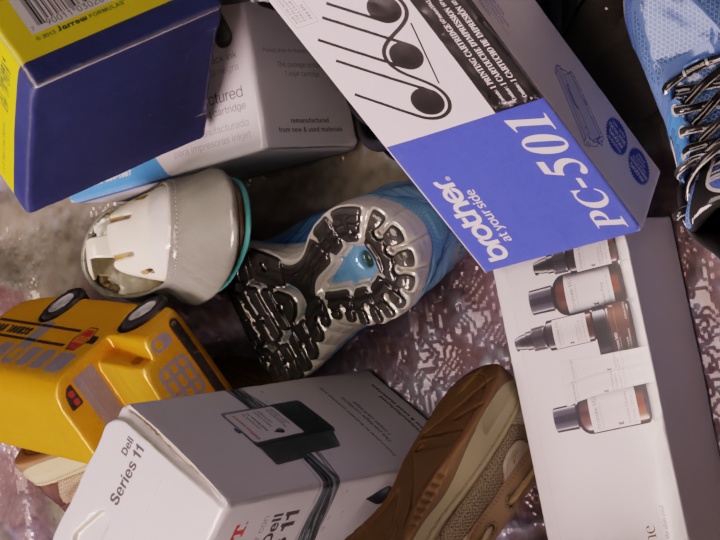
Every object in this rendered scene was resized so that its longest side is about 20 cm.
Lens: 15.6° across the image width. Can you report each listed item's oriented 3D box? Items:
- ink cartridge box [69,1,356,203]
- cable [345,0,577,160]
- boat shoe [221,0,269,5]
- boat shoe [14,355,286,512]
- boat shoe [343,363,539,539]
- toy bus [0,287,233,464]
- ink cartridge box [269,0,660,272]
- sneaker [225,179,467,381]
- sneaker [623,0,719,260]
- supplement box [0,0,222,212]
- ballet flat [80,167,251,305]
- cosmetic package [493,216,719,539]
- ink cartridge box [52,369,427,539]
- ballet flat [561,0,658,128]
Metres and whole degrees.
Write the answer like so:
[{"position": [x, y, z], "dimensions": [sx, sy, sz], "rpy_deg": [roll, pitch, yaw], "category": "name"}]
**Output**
[{"position": [-0.097, -0.148, 1.416], "dimensions": [0.145, 0.084, 0.200], "rpy_deg": [-13, 85, 37], "category": "ink cartridge box"}, {"position": [0.043, -0.145, 1.302], "dimensions": [0.200, 0.051, 0.163], "rpy_deg": [-34, 59, 42], "category": "cable"}, {"position": [-0.082, -0.230, 1.316], "dimensions": [0.057, 0.069, 0.200], "rpy_deg": [-12, 88, 5], "category": "boat shoe"}, {"position": [-0.104, 0.103, 1.459], "dimensions": [0.200, 0.072, 0.072], "rpy_deg": [-18, 113, 36], "category": "boat shoe"}, {"position": [0.035, 0.141, 1.285], "dimensions": [0.200, 0.065, 0.071], "rpy_deg": [-55, 21, -18], "category": "boat shoe"}, {"position": [-0.148, 0.059, 1.424], "dimensions": [0.065, 0.078, 0.200], "rpy_deg": [57, 157, -19], "category": "toy bus"}, {"position": [0.047, -0.090, 1.222], "dimensions": [0.094, 0.044, 0.200], "rpy_deg": [-15, 128, 35], "category": "ink cartridge box"}, {"position": [0.000, 0.000, 1.361], "dimensions": [0.200, 0.090, 0.079], "rpy_deg": [-19, 97, 56], "category": "sneaker"}, {"position": [0.178, -0.058, 1.196], "dimensions": [0.078, 0.089, 0.200], "rpy_deg": [-33, 78, 25], "category": "sneaker"}, {"position": [-0.169, -0.150, 1.327], "dimensions": [0.200, 0.109, 0.109], "rpy_deg": [53, 154, 23], "category": "supplement box"}, {"position": [-0.110, -0.012, 1.391], "dimensions": [0.200, 0.064, 0.068], "rpy_deg": [158, 110, -72], "category": "ballet flat"}, {"position": [0.126, 0.080, 1.281], "dimensions": [0.082, 0.051, 0.200], "rpy_deg": [-16, 83, 38], "category": "cosmetic package"}, {"position": [-0.059, 0.138, 1.334], "dimensions": [0.083, 0.200, 0.147], "rpy_deg": [40, 116, 29], "category": "ink cartridge box"}, {"position": [0.153, -0.153, 1.253], "dimensions": [0.067, 0.046, 0.200], "rpy_deg": [26, 118, 1], "category": "ballet flat"}]
